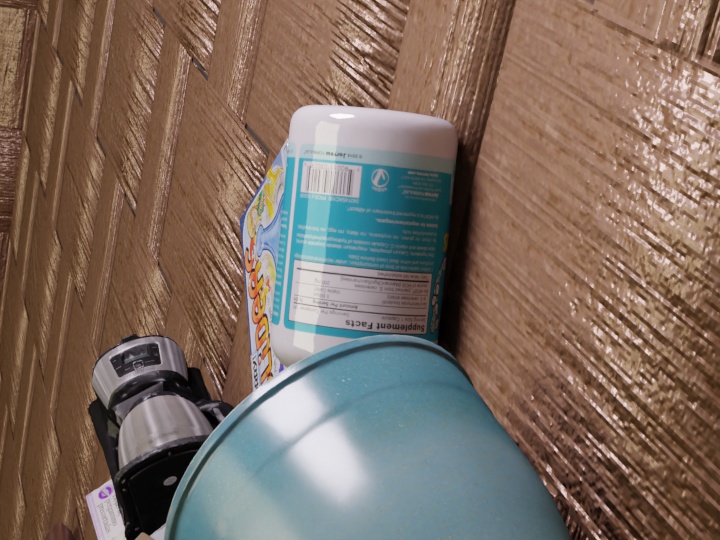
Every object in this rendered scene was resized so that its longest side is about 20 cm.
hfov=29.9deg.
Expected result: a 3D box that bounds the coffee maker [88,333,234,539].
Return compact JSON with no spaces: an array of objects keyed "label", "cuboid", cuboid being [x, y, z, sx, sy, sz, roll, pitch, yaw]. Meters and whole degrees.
[{"label":"coffee maker","cuboid":[-0.185,0.188,1.260,0.200,0.133,0.194,-126,44,-59]}]

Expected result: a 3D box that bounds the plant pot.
[{"label":"plant pot","cuboid":[0.029,0.168,0.679,0.188,0.198,0.202,45,128,43]}]

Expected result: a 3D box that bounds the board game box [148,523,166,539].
[{"label":"board game box","cuboid":[-0.125,0.262,1.083,0.147,0.064,0.202,-40,-28,-55]}]

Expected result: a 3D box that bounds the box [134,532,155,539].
[{"label":"box","cuboid":[-0.095,0.287,0.972,0.032,0.198,0.122,-42,-25,-57]}]

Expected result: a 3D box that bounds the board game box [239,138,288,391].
[{"label":"board game box","cuboid":[-0.057,0.014,1.105,0.136,0.034,0.202,128,141,-54]}]

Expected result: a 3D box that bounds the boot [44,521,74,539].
[{"label":"boot","cuboid":[-0.416,0.410,1.902,0.201,0.063,0.188,-111,35,-56]}]

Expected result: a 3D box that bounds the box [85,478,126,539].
[{"label":"box","cuboid":[-0.215,0.273,1.261,0.042,0.038,0.200,61,176,-34]}]

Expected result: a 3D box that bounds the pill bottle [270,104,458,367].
[{"label":"pill bottle","cuboid":[0.000,0.000,0.864,0.111,0.109,0.203,-165,81,-68]}]
